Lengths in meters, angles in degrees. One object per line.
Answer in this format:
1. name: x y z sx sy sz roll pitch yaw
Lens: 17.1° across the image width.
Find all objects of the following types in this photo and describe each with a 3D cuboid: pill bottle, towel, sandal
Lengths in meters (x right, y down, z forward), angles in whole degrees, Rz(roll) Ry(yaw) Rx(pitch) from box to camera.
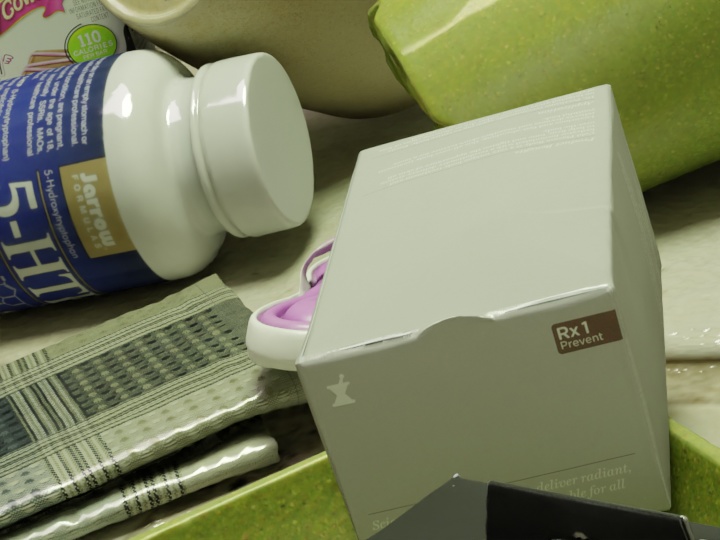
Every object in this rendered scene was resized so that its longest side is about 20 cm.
1. pill bottle: -0.132 -0.048 1.229 0.199 0.120 0.120 -11 21 18
2. towel: -0.122 0.071 1.052 0.199 0.035 0.193 -24 18 -10
3. sandal: 0.007 0.001 1.039 0.082 0.050 0.203 5 14 11

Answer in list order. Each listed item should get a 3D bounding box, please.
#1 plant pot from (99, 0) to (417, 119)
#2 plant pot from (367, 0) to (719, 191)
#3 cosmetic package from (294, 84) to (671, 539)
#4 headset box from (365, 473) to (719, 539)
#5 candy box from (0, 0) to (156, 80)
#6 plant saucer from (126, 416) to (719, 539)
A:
1. plant pot: -0.054 -0.175 1.279 0.187 0.188 0.200 -5 1 33
2. plant pot: 0.111 -0.109 1.117 0.184 0.201 0.200 -30 20 1
3. cosmetic package: 0.048 0.014 0.824 0.106 0.091 0.200 -13 23 13
4. headset box: 0.066 0.133 0.462 0.075 0.201 0.148 -33 24 -35
5. candy box: -0.183 -0.111 1.320 0.136 0.201 0.061 -16 19 8
6. plant saucer: 0.026 0.110 0.783 0.199 0.048 0.200 -24 20 -13
